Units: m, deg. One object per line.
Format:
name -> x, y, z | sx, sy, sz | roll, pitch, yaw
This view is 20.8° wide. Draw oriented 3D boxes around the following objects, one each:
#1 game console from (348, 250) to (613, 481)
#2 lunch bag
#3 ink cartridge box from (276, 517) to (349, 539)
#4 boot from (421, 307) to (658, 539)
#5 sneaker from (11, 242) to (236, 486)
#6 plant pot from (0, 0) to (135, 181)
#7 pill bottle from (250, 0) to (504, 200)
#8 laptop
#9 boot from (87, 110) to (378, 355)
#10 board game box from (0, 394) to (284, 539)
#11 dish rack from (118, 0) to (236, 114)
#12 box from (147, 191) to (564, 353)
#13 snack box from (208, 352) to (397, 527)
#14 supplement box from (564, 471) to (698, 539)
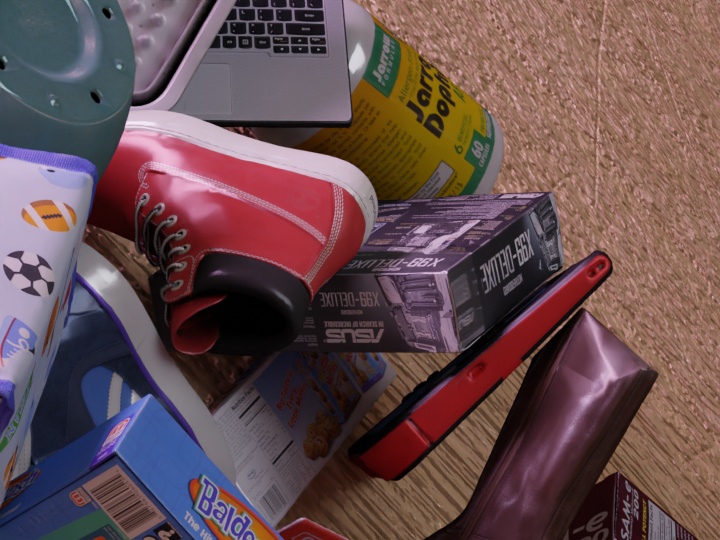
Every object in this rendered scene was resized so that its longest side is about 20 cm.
game console -> 0.066, 0.057, 1.161 | 0.031, 0.177, 0.200 | 46, -6, 1
lunch bag -> -0.231, 0.016, 0.838 | 0.198, 0.125, 0.171 | 15, 34, -5
ink cartridge box -> -0.021, 0.207, 0.980 | 0.199, 0.173, 0.044 | 32, 43, -36
boot -> 0.077, 0.114, 1.112 | 0.064, 0.186, 0.202 | 25, 85, -32
sneaker -> -0.154, 0.097, 1.000 | 0.147, 0.080, 0.201 | -47, 135, -26
plant pot -> -0.209, -0.091, 0.978 | 0.200, 0.160, 0.202 | 33, 40, -33
pill bottle -> -0.006, -0.110, 1.310 | 0.199, 0.112, 0.114 | 36, 39, -31
laptop -> -0.098, -0.199, 1.173 | 0.185, 0.116, 0.202 | 0, 56, -7
boot -> -0.106, -0.016, 1.054 | 0.145, 0.198, 0.073 | -56, 149, -48
board game box -> -0.116, 0.160, 0.867 | 0.152, 0.199, 0.045 | 49, 33, -15
dish rack -> -0.144, -0.200, 1.140 | 0.171, 0.044, 0.201 | 29, 82, -3
box -> 0.000, 0.000, 1.152 | 0.158, 0.198, 0.050 | -35, 120, -57
snack box -> -0.040, 0.083, 1.191 | 0.072, 0.024, 0.200 | 54, 33, -7
supplement box -> 0.192, 0.227, 1.312 | 0.200, 0.108, 0.061 | 40, 38, -26
